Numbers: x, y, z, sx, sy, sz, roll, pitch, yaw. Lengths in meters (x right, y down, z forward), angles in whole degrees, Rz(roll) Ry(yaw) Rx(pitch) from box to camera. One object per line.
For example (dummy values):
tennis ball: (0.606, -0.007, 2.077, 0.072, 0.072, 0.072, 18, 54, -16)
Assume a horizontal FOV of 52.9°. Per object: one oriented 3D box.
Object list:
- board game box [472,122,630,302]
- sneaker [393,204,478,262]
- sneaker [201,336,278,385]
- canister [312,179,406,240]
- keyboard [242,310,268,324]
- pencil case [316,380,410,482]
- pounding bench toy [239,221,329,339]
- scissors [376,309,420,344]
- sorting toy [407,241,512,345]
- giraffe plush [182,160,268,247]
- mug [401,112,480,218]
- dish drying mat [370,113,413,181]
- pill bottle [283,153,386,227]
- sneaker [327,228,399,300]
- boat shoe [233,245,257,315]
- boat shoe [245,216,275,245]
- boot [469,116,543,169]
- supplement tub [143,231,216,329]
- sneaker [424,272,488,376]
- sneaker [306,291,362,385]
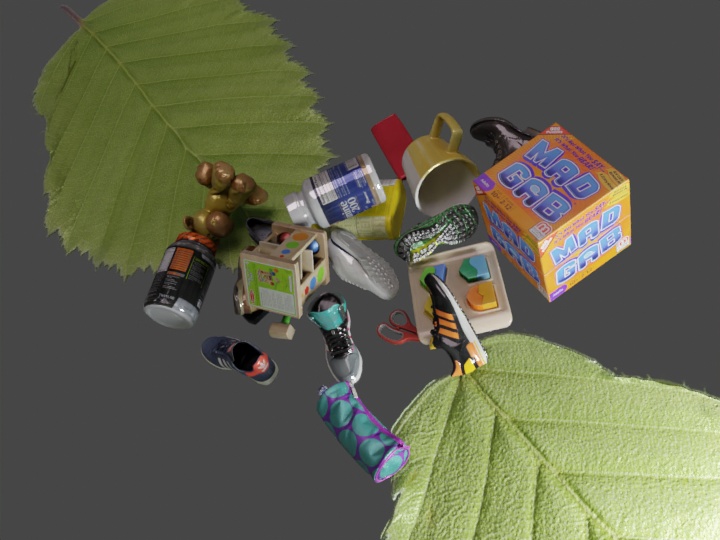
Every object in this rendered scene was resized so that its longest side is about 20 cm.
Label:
board game box: (0.365, -0.109, 1.374, 0.200, 0.200, 0.200, -35, 52, -3)
sneaker: (0.156, -0.086, 1.519, 0.199, 0.078, 0.085, -23, 15, -11)
sneaker: (-0.263, 0.170, 1.508, 0.199, 0.085, 0.075, 15, 64, 29)
canister: (-0.008, -0.134, 1.611, 0.199, 0.087, 0.149, 1, 59, 20)
keyboard: (-0.166, 0.052, 1.590, 0.200, 0.040, 0.104, -44, 30, -9)
pencil case: (0.002, 0.288, 1.323, 0.200, 0.085, 0.093, 43, 106, 36)
pounding bench toy: (-0.145, 0.023, 1.490, 0.124, 0.201, 0.156, 12, 34, 21)
scissors: (0.122, 0.137, 1.425, 0.199, 0.014, 0.073, 25, 67, 32)
sorting toy: (0.192, 0.038, 1.439, 0.184, 0.037, 0.201, -14, 52, 9)
giraffe plush: (-0.336, -0.143, 1.694, 0.200, 0.172, 0.163, -8, 55, 60)
mug: (0.173, -0.229, 1.565, 0.187, 0.149, 0.153, -47, 40, 19)
dish drying mat: (0.090, -0.293, 1.722, 0.077, 0.018, 0.201, -28, 53, 3)
pill bottle: (-0.055, -0.157, 1.522, 0.199, 0.111, 0.111, -24, 52, 3)
sneaker: (0.000, 0.000, 1.534, 0.200, 0.076, 0.081, 45, 123, 23)
boat shoe: (-0.234, 0.024, 1.600, 0.073, 0.076, 0.201, -1, 42, 0)
boat shoe: (-0.193, -0.075, 1.648, 0.074, 0.066, 0.199, -44, 48, -13)
boot: (0.301, -0.239, 1.569, 0.199, 0.069, 0.175, 18, 65, 28)
supplement tub: (-0.402, 0.021, 1.639, 0.122, 0.123, 0.201, 2, 58, 23)
sneaker: (0.157, 0.104, 1.356, 0.090, 0.070, 0.201, -31, 83, 4)
sneaker: (-0.051, 0.121, 1.433, 0.083, 0.121, 0.201, -21, 53, 7)
